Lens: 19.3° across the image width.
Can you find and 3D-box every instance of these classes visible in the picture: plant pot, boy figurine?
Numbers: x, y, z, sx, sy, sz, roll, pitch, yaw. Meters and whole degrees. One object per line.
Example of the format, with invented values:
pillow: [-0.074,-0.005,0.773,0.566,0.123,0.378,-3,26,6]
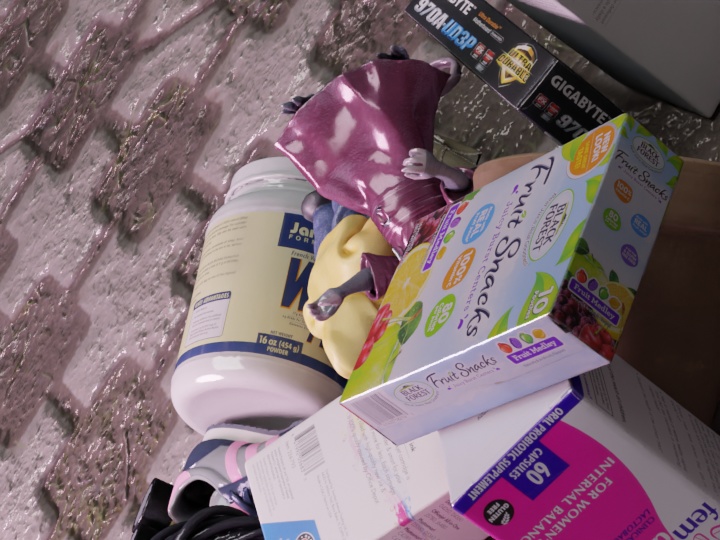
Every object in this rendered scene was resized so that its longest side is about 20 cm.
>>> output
plant pot: [0.162,0.027,1.338,0.200,0.200,0.176,-2,81,52]
boy figurine: [0.000,0.000,1.506,0.125,0.064,0.200,-57,27,31]

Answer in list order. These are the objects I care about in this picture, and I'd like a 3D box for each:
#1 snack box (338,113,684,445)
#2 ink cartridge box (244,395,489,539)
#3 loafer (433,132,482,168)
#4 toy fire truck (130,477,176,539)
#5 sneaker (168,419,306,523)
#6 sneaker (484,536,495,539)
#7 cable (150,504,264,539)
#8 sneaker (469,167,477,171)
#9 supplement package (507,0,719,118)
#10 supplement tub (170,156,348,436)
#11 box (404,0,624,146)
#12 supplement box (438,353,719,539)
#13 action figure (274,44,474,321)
snack box: [0.082,0.008,1.197,0.200,0.053,0.143,-26,34,52]
ink cartridge box: [0.032,0.124,1.340,0.200,0.067,0.116,-35,46,16]
loafer: [0.054,-0.066,1.604,0.200,0.069,0.075,48,140,31]
toy fire truck: [-0.178,0.280,1.636,0.176,0.128,0.200,-76,11,-51]
sneaker: [-0.064,0.159,1.548,0.200,0.070,0.082,-10,37,51]
sneaker: [0.114,0.175,1.389,0.200,0.070,0.076,-8,83,48]
cable: [-0.104,0.259,1.474,0.200,0.051,0.163,-41,66,-8]
sneaker: [0.065,0.014,1.526,0.201,0.078,0.066,-61,22,27]
supplement package: [0.177,-0.211,1.469,0.117,0.200,0.117,-59,33,-1]
supplement tub: [-0.060,0.028,1.646,0.145,0.145,0.201,-20,49,44]
box: [0.132,-0.126,1.499,0.046,0.159,0.200,-51,33,7]
supplement box: [0.152,0.129,1.219,0.101,0.200,0.103,-46,22,19]
action figure: [0.029,-0.042,1.436,0.134,0.149,0.201,-38,72,28]
